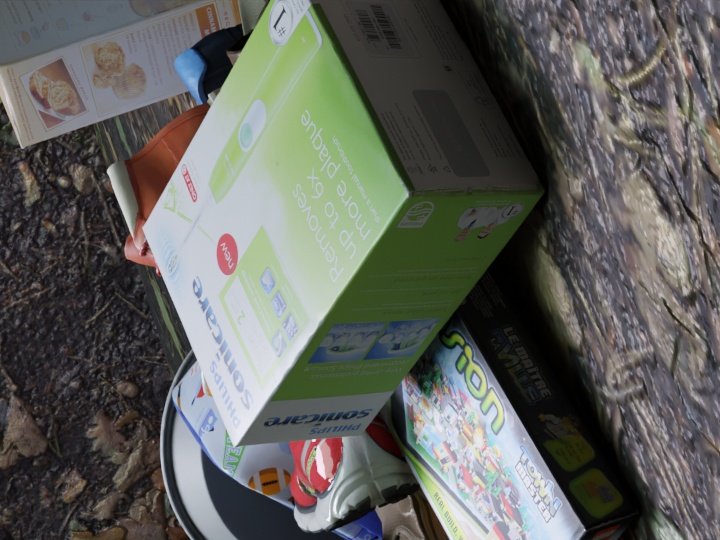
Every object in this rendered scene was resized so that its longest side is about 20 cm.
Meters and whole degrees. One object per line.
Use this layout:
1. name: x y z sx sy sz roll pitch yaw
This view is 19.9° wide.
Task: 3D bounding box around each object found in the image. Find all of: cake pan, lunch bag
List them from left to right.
1. cake pan: -0.053 0.125 1.496 0.037 0.199 0.202 -2 109 53
2. lunch bag: -0.024 0.125 1.390 0.199 0.076 0.160 30 -173 -33

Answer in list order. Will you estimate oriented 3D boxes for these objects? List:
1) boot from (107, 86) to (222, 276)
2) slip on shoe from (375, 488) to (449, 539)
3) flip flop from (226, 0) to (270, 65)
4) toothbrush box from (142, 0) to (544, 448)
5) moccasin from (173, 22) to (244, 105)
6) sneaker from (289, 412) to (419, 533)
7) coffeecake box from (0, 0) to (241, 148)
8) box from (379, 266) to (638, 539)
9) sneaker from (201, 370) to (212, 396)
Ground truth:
1. boot: -0.078 -0.009 1.191 0.201 0.107 0.075 61 176 34
2. slip on shoe: 0.034 0.181 1.232 0.200 0.060 0.076 -124 17 -54
3. flip flop: -0.054 -0.143 1.238 0.081 0.057 0.201 -43 53 40
4. toothbrush box: -0.016 -0.030 1.020 0.200 0.086 0.146 -55 49 42
5. moccasin: -0.056 -0.099 1.375 0.081 0.068 0.200 53 180 23
6. sneaker: -0.009 0.099 1.178 0.200 0.076 0.086 132 116 -79
7. coffeecake box: -0.175 -0.186 1.478 0.154 0.199 0.073 -122 15 -49
8. box: 0.059 0.073 1.053 0.201 0.034 0.110 60 145 26
9. sneaker: -0.073 -0.004 1.269 0.079 0.079 0.201 84 177 -45
